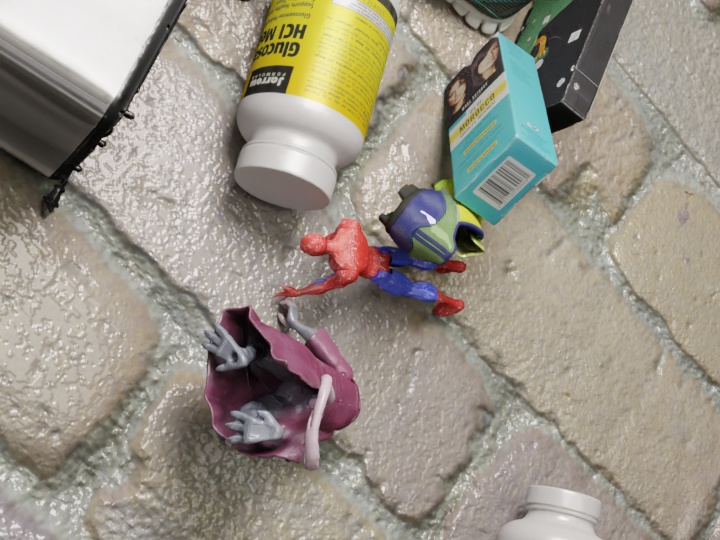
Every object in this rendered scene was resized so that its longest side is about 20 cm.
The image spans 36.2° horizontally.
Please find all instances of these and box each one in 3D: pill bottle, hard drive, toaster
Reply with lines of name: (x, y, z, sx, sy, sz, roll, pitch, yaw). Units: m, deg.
pill bottle: (0.168, 0.302, 1.001, 0.111, 0.111, 0.200, 22, 72, -26)
pill bottle: (-0.041, -0.159, 0.955, 0.112, 0.112, 0.200, 24, 70, -25)
hard drive: (0.198, -0.217, 1.090, 0.038, 0.140, 0.200, 33, 66, -22)
toaster: (-0.215, -0.170, 0.819, 0.119, 0.181, 0.200, 31, 67, -19)

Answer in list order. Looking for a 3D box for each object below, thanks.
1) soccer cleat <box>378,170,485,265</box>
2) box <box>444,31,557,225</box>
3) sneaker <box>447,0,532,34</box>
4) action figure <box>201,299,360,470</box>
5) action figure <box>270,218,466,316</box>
soccer cleat: (0.084, -0.042, 0.993, 0.084, 0.065, 0.200, 42, 23, 11)
box: (0.125, -0.135, 1.009, 0.049, 0.082, 0.200, 32, 31, -21)
sneaker: (0.092, -0.305, 1.070, 0.200, 0.091, 0.078, 17, 72, -27)
action figure: (-0.041, 0.091, 0.893, 0.200, 0.149, 0.134, 24, 77, -59)
action figure: (0.000, 0.000, 0.989, 0.200, 0.099, 0.065, 20, 68, -50)
